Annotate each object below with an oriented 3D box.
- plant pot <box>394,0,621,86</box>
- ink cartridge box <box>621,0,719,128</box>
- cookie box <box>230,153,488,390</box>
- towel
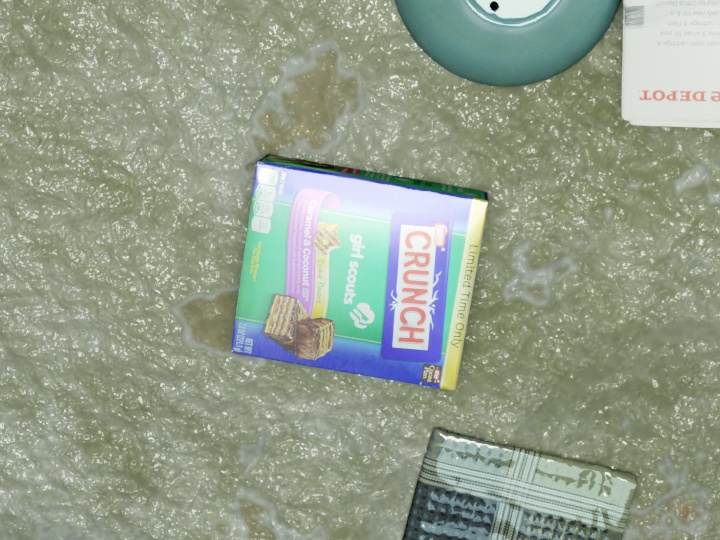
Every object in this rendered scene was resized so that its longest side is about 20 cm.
[{"bbox_3d":[0.120,-0.242,1.124,0.198,0.135,0.202,1,103,4],"label":"plant pot"},{"bbox_3d":[0.287,-0.219,1.124,0.145,0.083,0.202,5,104,24],"label":"ink cartridge box"},{"bbox_3d":[0.000,0.000,1.216,0.198,0.075,0.173,9,102,1],"label":"cookie box"},{"bbox_3d":[0.139,0.252,1.288,0.198,0.035,0.194,14,100,3],"label":"towel"}]
